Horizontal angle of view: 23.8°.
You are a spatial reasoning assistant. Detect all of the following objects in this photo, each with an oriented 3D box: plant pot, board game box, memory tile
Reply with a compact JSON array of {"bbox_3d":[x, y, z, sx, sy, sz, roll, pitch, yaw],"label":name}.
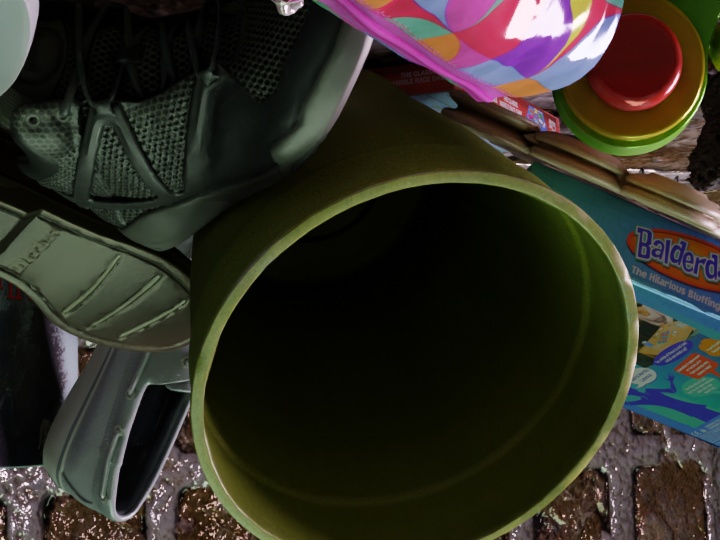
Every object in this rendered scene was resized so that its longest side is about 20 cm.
[{"bbox_3d":[0.000,0.000,0.802,0.199,0.202,0.193,0,-150,-18],"label":"plant pot"},{"bbox_3d":[0.038,-0.088,0.972,0.102,0.020,0.200,-6,173,22],"label":"board game box"},{"bbox_3d":[0.150,0.025,0.937,0.199,0.045,0.152,22,155,-9],"label":"board game box"},{"bbox_3d":[0.130,-0.050,0.901,0.152,0.017,0.200,25,-175,18],"label":"memory tile"}]

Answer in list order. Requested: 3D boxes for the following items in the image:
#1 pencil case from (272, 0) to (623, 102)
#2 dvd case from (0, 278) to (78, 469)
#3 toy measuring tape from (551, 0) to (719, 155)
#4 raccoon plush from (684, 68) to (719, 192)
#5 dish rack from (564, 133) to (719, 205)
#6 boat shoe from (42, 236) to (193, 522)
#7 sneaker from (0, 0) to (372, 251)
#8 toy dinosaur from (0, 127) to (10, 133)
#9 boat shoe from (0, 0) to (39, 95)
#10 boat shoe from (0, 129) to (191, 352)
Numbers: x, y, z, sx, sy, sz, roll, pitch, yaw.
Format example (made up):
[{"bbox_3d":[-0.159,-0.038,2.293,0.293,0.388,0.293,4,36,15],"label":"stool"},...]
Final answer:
[{"bbox_3d":[0.015,-0.101,0.493,0.088,0.089,0.200,-5,175,25],"label":"pencil case"},{"bbox_3d":[-0.205,0.012,0.964,0.022,0.202,0.146,-4,174,21],"label":"dvd case"},{"bbox_3d":[0.081,-0.084,0.759,0.198,0.074,0.074,-3,175,4],"label":"toy measuring tape"},{"bbox_3d":[0.253,-0.092,0.861,0.133,0.097,0.201,18,136,-6],"label":"raccoon plush"},{"bbox_3d":[0.202,-0.016,1.039,0.198,0.055,0.154,14,-155,0],"label":"dish rack"},{"bbox_3d":[-0.108,0.050,0.965,0.071,0.202,0.070,33,-167,28],"label":"boat shoe"},{"bbox_3d":[-0.080,-0.079,0.695,0.114,0.077,0.199,24,148,-30],"label":"sneaker"},{"bbox_3d":[-0.210,-0.035,0.863,0.200,0.106,0.060,-47,162,6],"label":"toy dinosaur"},{"bbox_3d":[-0.181,-0.088,0.672,0.068,0.057,0.200,28,145,-24],"label":"boat shoe"},{"bbox_3d":[-0.146,-0.025,0.822,0.072,0.068,0.200,-33,139,22],"label":"boat shoe"}]
